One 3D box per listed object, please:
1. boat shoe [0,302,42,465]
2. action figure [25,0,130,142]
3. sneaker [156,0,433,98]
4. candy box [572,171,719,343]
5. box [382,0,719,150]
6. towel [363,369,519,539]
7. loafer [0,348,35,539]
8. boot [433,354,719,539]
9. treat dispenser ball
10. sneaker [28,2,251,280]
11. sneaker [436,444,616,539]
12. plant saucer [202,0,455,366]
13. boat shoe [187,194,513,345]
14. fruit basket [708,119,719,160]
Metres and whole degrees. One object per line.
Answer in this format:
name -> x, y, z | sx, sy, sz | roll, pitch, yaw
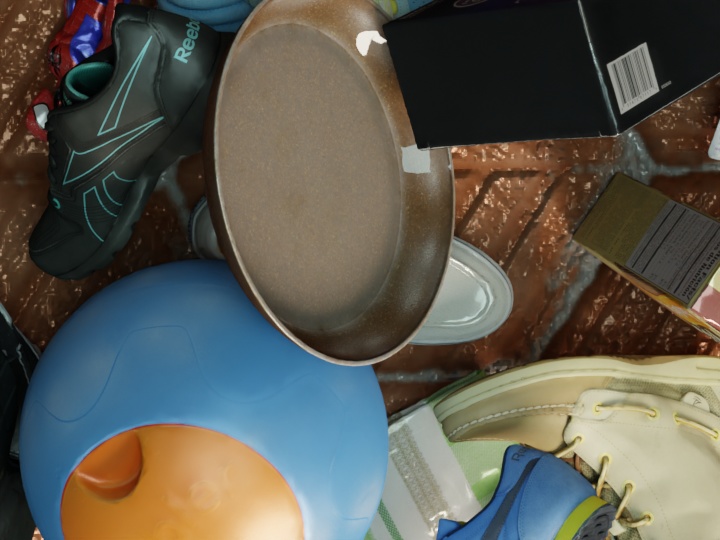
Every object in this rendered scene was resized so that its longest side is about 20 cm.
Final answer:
boat shoe -> -0.225, 0.035, 1.180 | 0.072, 0.068, 0.200 | -29, 106, -6
action figure -> -0.138, -0.164, 1.167 | 0.052, 0.065, 0.201 | 18, 95, -38
sneaker -> -0.020, -0.150, 1.160 | 0.199, 0.080, 0.131 | -14, 142, -11
candy box -> 0.207, 0.010, 1.207 | 0.115, 0.200, 0.055 | 33, 92, -17
box -> 0.133, -0.136, 1.150 | 0.200, 0.141, 0.079 | -31, 108, -41
towel -> 0.017, 0.166, 1.286 | 0.200, 0.031, 0.150 | -29, 108, -9
loafer -> -0.225, 0.100, 1.150 | 0.072, 0.073, 0.200 | 11, 136, 9
boot -> 0.145, 0.131, 1.243 | 0.199, 0.073, 0.156 | -1, 73, -28
treat dispenser ball -> -0.084, 0.094, 1.155 | 0.200, 0.201, 0.202 | -2, 101, -13
sneaker -> -0.137, -0.072, 1.144 | 0.079, 0.076, 0.200 | 26, 130, -21
sneaker -> 0.063, 0.191, 1.196 | 0.078, 0.066, 0.200 | 34, 100, 23
plant saucer -> -0.020, -0.050, 1.101 | 0.200, 0.032, 0.201 | 13, 74, -52
boat shoe -> 0.000, 0.000, 1.225 | 0.199, 0.070, 0.071 | 19, 96, -15
fruit basket -> 0.321, -0.142, 1.277 | 0.185, 0.094, 0.200 | 12, 113, -14
